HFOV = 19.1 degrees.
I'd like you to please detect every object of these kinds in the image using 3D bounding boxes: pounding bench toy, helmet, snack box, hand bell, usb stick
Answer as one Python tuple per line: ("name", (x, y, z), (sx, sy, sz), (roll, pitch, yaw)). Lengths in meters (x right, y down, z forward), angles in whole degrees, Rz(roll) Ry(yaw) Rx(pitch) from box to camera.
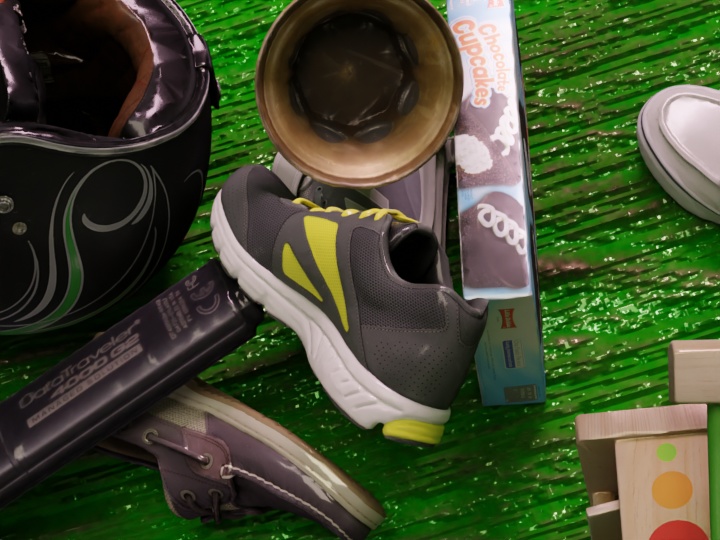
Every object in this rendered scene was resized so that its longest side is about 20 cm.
("pounding bench toy", (0.161, 0.138, 0.933), (0.123, 0.200, 0.157), (-5, 59, 9))
("helmet", (-0.181, -0.060, 1.130), (0.199, 0.191, 0.201), (15, 48, -18))
("snack box", (0.070, -0.045, 1.106), (0.037, 0.116, 0.201), (-5, 60, 6))
("hand bell", (-0.014, -0.113, 1.138), (0.104, 0.105, 0.200), (-25, 15, -2))
("usb stick", (-0.138, 0.064, 1.078), (0.199, 0.033, 0.056), (-35, 40, 5))

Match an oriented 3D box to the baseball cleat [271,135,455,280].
("baseball cleat", (0.001, -0.018, 1.145), (0.106, 0.070, 0.201), (-5, 51, 18))

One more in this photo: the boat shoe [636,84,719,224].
("boat shoe", (0.223, -0.043, 1.100), (0.072, 0.066, 0.200), (-41, 61, -11))

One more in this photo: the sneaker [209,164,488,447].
("sneaker", (0.000, 0.000, 1.037), (0.085, 0.074, 0.200), (-55, 48, 15))

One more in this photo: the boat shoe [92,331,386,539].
("boat shoe", (-0.075, 0.097, 1.089), (0.199, 0.072, 0.065), (27, 78, 30))
